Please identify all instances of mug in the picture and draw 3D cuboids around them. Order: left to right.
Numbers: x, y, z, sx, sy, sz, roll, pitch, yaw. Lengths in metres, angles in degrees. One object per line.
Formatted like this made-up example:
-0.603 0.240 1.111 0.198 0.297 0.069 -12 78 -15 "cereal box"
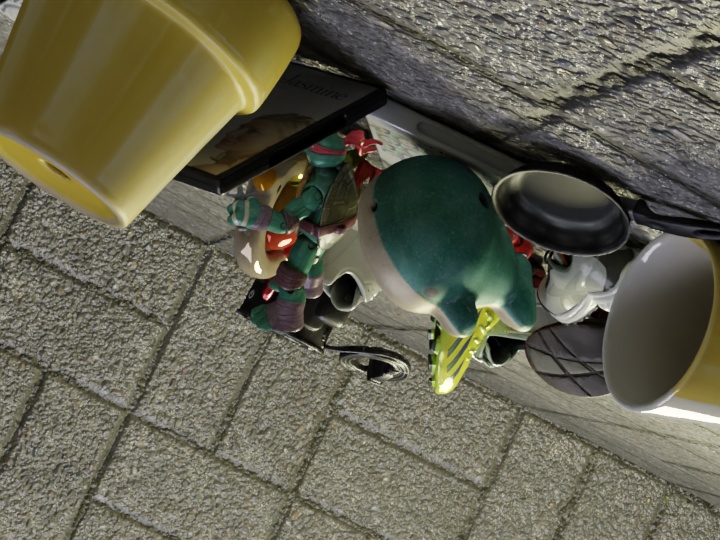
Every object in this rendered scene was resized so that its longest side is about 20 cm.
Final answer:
0.302 0.065 1.263 0.152 0.151 0.186 20 -177 -21 "mug"

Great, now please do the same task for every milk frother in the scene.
-0.011 0.016 1.907 0.180 0.190 0.199 21 172 45 "milk frother"

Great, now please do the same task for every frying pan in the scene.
0.185 -0.055 1.243 0.189 0.031 0.115 -11 138 46 "frying pan"

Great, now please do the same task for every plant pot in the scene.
-0.172 -0.144 1.148 0.200 0.190 0.201 30 168 7 "plant pot"

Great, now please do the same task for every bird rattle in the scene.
-0.080 -0.057 1.566 0.112 0.201 0.163 30 -153 17 "bird rattle"

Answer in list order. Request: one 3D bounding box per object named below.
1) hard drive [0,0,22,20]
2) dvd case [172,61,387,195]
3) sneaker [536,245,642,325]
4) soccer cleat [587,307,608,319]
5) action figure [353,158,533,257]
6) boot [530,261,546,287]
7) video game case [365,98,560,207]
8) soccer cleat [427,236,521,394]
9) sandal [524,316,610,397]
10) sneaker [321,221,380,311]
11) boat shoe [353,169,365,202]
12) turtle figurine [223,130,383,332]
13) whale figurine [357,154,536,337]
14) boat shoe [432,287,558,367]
-0.280 -0.245 1.579 0.139 0.038 0.200 29 173 -21 "hard drive"
-0.093 -0.121 1.279 0.142 0.199 0.018 19 126 36 "dvd case"
0.202 -0.003 1.475 0.079 0.074 0.200 36 167 -5 "sneaker"
0.296 0.064 1.583 0.199 0.070 0.086 25 172 18 "soccer cleat"
0.084 -0.050 1.550 0.198 0.052 0.065 18 -174 -24 "action figure"
0.130 -0.010 1.706 0.143 0.073 0.200 17 172 23 "boot"
0.095 -0.084 1.410 0.181 0.024 0.200 26 174 9 "video game case"
0.117 0.044 1.649 0.083 0.202 0.065 9 -155 -7 "soccer cleat"
0.255 0.065 1.538 0.082 0.198 0.055 65 -154 -10 "sandal"
0.000 0.000 1.538 0.075 0.093 0.199 -6 163 33 "sneaker"
-0.042 -0.093 1.716 0.069 0.074 0.200 28 -176 -39 "boat shoe"
-0.050 -0.055 1.369 0.100 0.202 0.149 23 -148 24 "turtle figurine"
0.090 -0.021 1.338 0.199 0.160 0.103 28 134 -36 "whale figurine"
0.144 0.064 1.706 0.070 0.072 0.200 23 160 -34 "boat shoe"
